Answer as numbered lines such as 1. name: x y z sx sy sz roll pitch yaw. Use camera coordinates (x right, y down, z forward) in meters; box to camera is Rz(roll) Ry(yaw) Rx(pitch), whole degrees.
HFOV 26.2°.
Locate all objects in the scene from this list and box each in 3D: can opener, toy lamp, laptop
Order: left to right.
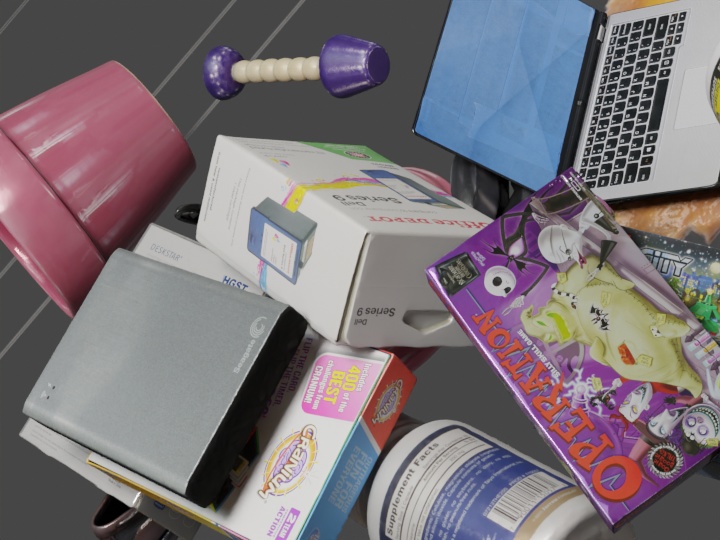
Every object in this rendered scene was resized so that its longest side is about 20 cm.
1. toy lamp: -0.058 -0.184 1.403 0.198 0.058 0.059 6 66 40
2. can opener: 0.116 -0.095 1.204 0.063 0.079 0.202 -12 43 24
3. laptop: 0.169 -0.156 1.147 0.198 0.116 0.189 -6 54 36

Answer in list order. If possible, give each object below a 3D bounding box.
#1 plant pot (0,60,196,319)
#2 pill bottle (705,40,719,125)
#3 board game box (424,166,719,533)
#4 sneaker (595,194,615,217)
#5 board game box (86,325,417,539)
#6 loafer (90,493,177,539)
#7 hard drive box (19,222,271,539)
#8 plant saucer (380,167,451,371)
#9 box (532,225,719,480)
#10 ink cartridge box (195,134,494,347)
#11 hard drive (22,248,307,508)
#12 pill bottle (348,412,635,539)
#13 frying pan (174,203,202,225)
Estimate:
1. plant pot: -0.256 -0.087 1.419 0.179 0.201 0.200 -40 42 -12
2. pill bottle: 0.303 -0.080 0.985 0.112 0.112 0.201 -34 39 16
3. board game box: 0.142 0.045 0.953 0.119 0.032 0.201 -36 67 -2
4. sneaker: 0.170 0.045 1.060 0.080 0.089 0.202 -16 62 -23
5. board game box: -0.078 0.104 1.067 0.198 0.040 0.154 19 74 37
6. loafer: -0.147 0.142 1.254 0.071 0.063 0.202 19 75 46
7. hard drive box: -0.148 0.083 1.203 0.155 0.077 0.201 22 76 41
8. plant saucer: 0.000 0.000 1.239 0.199 0.051 0.203 -21 50 27
9. box: 0.220 0.057 0.970 0.197 0.038 0.138 14 70 14
10. ink cartridge box: -0.004 -0.023 1.101 0.200 0.144 0.089 37 118 47
11. hard drive: -0.137 0.069 1.068 0.199 0.033 0.141 16 72 45
12. pill bottle: 0.074 0.166 1.024 0.199 0.111 0.112 24 79 45
13. frying pan: -0.085 -0.046 1.264 0.115 0.190 0.031 -39 78 -6
